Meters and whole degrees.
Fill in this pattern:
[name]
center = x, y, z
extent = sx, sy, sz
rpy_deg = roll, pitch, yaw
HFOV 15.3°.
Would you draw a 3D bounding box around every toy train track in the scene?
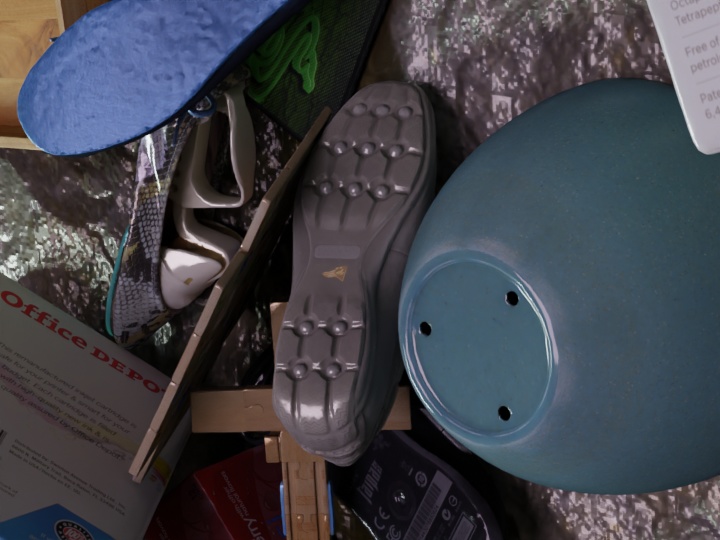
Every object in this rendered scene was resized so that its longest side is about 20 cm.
[toy train track]
center = -0.027, 0.108, 1.394
extent = 0.114, 0.033, 0.201
rpy_deg = -1, 105, 9

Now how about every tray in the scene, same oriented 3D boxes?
[tray]
center = -0.188, -0.120, 1.488
extent = 0.200, 0.037, 0.099
rpy_deg = 7, 107, 58

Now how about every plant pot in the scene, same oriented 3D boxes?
[plant pot]
center = 0.095, 0.021, 1.255
extent = 0.200, 0.134, 0.201
rpy_deg = 14, 112, 38

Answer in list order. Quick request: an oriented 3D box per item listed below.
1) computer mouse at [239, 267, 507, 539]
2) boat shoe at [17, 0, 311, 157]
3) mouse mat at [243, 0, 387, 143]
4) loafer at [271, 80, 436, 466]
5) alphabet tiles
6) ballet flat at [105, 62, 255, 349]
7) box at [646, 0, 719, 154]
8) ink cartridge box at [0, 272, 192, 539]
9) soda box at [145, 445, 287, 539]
[computer mouse]
center = 0.025, 0.074, 1.397
extent = 0.200, 0.046, 0.141
rpy_deg = 38, 121, 33
[boat shoe]
center = -0.080, -0.118, 1.360
extent = 0.199, 0.069, 0.084
rpy_deg = -29, 86, 14
[mouse mat]
center = -0.042, -0.182, 1.402
extent = 0.161, 0.008, 0.201
rpy_deg = 39, 126, 26
[loafer]
center = 0.000, 0.000, 1.332
extent = 0.070, 0.070, 0.201
rpy_deg = 7, 64, 19
[alphabet tiles]
center = -0.067, 0.014, 1.378
extent = 0.006, 0.167, 0.200
rpy_deg = 28, 126, 2
[ballet flat]
center = -0.093, -0.034, 1.449
extent = 0.072, 0.072, 0.201
rpy_deg = 31, 125, 31
[box]
center = 0.230, -0.163, 1.038
extent = 0.200, 0.199, 0.172
rpy_deg = -17, 91, 43
[ink cartridge box]
center = -0.199, 0.130, 1.437
extent = 0.146, 0.200, 0.146
rpy_deg = 32, 121, -6
[soda box]
center = -0.037, 0.199, 1.465
extent = 0.063, 0.070, 0.200
rpy_deg = -41, 75, 41
